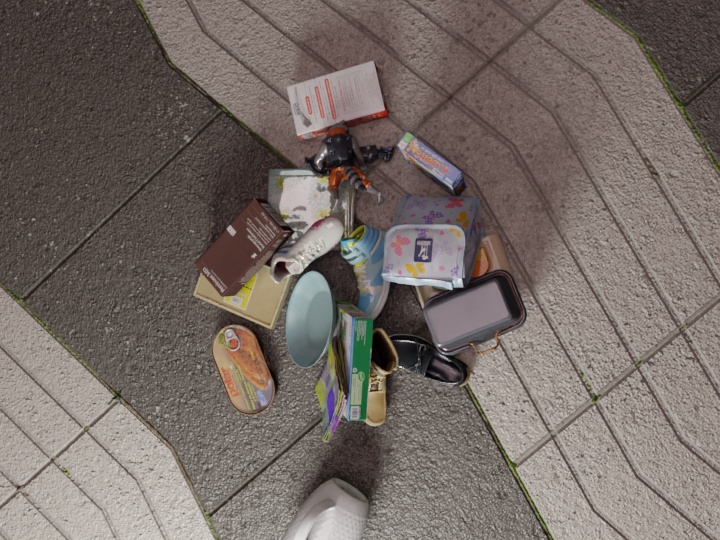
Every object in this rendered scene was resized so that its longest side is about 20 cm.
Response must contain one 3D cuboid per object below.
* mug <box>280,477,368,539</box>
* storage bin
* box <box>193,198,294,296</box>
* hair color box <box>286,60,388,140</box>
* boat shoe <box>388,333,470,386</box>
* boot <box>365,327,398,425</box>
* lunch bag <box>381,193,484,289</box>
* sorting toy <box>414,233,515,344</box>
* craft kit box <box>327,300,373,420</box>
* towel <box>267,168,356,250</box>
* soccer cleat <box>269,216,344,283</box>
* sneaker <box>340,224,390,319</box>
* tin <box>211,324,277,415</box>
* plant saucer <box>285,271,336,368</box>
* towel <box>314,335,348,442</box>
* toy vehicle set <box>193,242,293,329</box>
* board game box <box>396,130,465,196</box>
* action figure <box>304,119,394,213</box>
[{"bbox_3d":[-0.074,0.521,1.541,0.147,0.200,0.177,30,88,27],"label":"mug"},{"bbox_3d":[0.217,0.092,1.479,0.198,0.134,0.147,-23,82,13],"label":"storage bin"},{"bbox_3d":[-0.248,-0.048,1.620,0.100,0.075,0.200,46,103,10],"label":"box"},{"bbox_3d":[-0.049,-0.363,1.632,0.197,0.064,0.112,-14,86,9],"label":"hair color box"},{"bbox_3d":[0.134,0.186,1.581,0.198,0.062,0.075,23,94,12],"label":"boat shoe"},{"bbox_3d":[0.032,0.218,1.548,0.072,0.155,0.203,-6,84,-18],"label":"boot"},{"bbox_3d":[0.144,-0.053,1.500,0.167,0.128,0.201,5,48,22],"label":"lunch bag"},{"bbox_3d":[0.219,0.041,1.564,0.198,0.036,0.187,-20,83,9],"label":"sorting toy"},{"bbox_3d":[-0.025,0.176,1.533,0.048,0.197,0.203,2,97,-18],"label":"craft kit box"},{"bbox_3d":[-0.107,-0.132,1.643,0.197,0.048,0.174,3,88,11],"label":"towel"},{"bbox_3d":[-0.112,-0.036,1.582,0.199,0.087,0.070,-33,116,31],"label":"soccer cleat"},{"bbox_3d":[0.000,0.000,1.576,0.129,0.079,0.203,21,83,-30],"label":"sneaker"},{"bbox_3d":[-0.253,0.216,1.665,0.111,0.042,0.202,-23,84,5],"label":"tin"},{"bbox_3d":[-0.095,0.104,1.594,0.038,0.200,0.204,9,90,-31],"label":"plant saucer"},{"bbox_3d":[-0.060,0.241,1.535,0.022,0.201,0.145,1,51,-16],"label":"towel"},{"bbox_3d":[-0.259,0.033,1.677,0.198,0.027,0.126,22,92,11],"label":"toy vehicle set"},{"bbox_3d":[0.145,-0.208,1.520,0.135,0.200,0.035,38,95,10],"label":"board game box"},{"bbox_3d":[-0.009,-0.226,1.569,0.198,0.105,0.195,-17,70,-12],"label":"action figure"}]
